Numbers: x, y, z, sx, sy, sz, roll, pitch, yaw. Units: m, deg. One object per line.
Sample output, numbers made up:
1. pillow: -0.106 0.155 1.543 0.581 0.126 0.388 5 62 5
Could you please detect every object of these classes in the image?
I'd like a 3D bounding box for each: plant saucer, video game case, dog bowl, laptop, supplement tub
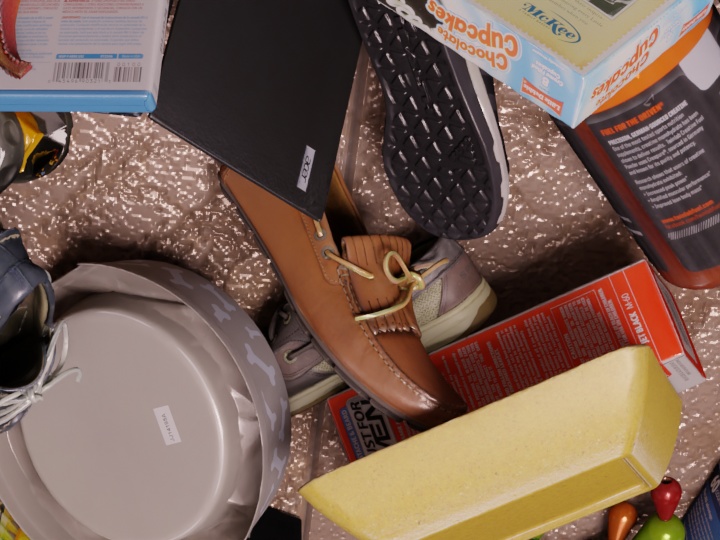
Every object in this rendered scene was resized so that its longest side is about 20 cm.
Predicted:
1. plant saucer: 0.086 0.116 1.078 0.199 0.049 0.200 -24 161 9
2. video game case: -0.160 -0.169 0.953 0.142 0.201 0.018 1 156 7
3. dog bowl: -0.128 0.085 1.121 0.199 0.059 0.201 9 109 25
4. laptop: -0.106 -0.136 1.000 0.199 0.178 0.103 6 155 12
5. supplement tub: 0.160 -0.092 1.049 0.107 0.107 0.200 -31 116 15

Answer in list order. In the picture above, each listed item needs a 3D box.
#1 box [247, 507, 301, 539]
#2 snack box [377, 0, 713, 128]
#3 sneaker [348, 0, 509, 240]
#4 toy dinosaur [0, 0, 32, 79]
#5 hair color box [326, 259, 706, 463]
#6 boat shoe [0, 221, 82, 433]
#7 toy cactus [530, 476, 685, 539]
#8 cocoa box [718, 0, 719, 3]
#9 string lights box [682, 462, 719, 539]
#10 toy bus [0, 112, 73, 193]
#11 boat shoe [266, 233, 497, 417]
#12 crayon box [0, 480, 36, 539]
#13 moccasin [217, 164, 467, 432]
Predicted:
1. box: -0.095 0.249 1.174 0.079 0.200 0.141 23 116 -14
2. snack box: 0.062 -0.160 0.949 0.200 0.116 0.037 36 145 22
3. sneaker: 0.052 -0.111 1.048 0.071 0.083 0.201 8 128 29
4. toy dinosaur: -0.150 -0.218 0.944 0.181 0.105 0.201 -32 100 -19
5. hair color box: 0.093 0.069 1.129 0.199 0.111 0.064 -23 74 12
6. boat shoe: -0.190 0.041 1.028 0.062 0.075 0.200 39 148 15
7. toy cactus: 0.116 0.206 1.228 0.199 0.102 0.165 -19 128 -1
8. cocoa box: 0.218 -0.221 0.966 0.133 0.131 0.200 -22 117 10
9. string lights box: 0.224 0.209 1.217 0.059 0.103 0.200 22 116 -12
10. toy bus: -0.272 -0.077 1.042 0.192 0.136 0.200 40 101 1
11. boat shoe: -0.020 0.035 1.139 0.200 0.072 0.066 -24 104 14
12. crayon box: -0.254 0.149 1.115 0.058 0.200 0.173 -37 114 17
13. moccasin: 0.001 0.000 1.068 0.078 0.202 0.074 -38 154 15
